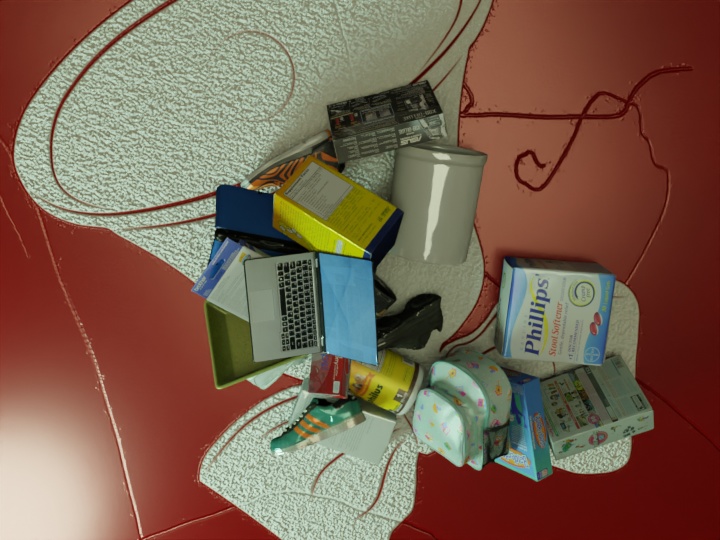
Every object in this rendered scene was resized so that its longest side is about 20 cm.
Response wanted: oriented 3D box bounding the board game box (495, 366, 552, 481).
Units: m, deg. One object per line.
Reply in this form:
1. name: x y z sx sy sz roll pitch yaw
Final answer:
1. board game box: 0.298 0.294 1.582 0.045 0.152 0.201 -17 104 -28

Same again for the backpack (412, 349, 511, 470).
1. backpack: 0.196 0.260 1.539 0.153 0.176 0.201 -8 115 -38

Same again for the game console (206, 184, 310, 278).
1. game console: -0.180 -0.044 1.477 0.199 0.118 0.171 10 112 -21

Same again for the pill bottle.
1. pill bottle: 0.015 0.197 1.576 0.199 0.109 0.110 25 101 -6

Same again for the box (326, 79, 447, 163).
1. box: 0.044 -0.270 1.448 0.199 0.158 0.050 -14 125 1

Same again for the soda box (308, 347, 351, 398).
1. soda box: -0.050 0.133 1.493 0.063 0.070 0.201 3 78 13

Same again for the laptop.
1. laptop: -0.085 0.072 1.370 0.199 0.116 0.188 -7 105 -15

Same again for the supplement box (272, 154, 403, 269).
1. supplement box: -0.042 -0.088 1.401 0.200 0.110 0.109 33 61 11

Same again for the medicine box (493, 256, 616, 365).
1. medicine box: 0.371 0.077 1.561 0.199 0.103 0.183 4 102 -3

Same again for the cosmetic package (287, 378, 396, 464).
1. cosmetic package: -0.038 0.302 1.617 0.199 0.071 0.102 21 102 -5

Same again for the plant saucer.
1. plant saucer: -0.190 0.114 1.536 0.199 0.200 0.048 -22 146 10

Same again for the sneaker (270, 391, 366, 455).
1. sneaker: -0.091 0.289 1.548 0.199 0.071 0.080 -24 85 9

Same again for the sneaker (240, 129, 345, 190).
1. sneaker: -0.119 -0.171 1.509 0.199 0.078 0.112 -28 100 5

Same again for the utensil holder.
1. utensil holder: 0.134 -0.126 1.479 0.169 0.170 0.201 7 103 -3

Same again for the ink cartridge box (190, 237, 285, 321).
1. ink cartridge box: -0.186 0.028 1.420 0.200 0.042 0.120 30 102 -30

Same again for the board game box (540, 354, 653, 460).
1. board game box: 0.448 0.267 1.578 0.199 0.148 0.064 -18 131 3

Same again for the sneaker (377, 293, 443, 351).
1. sneaker: 0.086 0.122 1.551 0.199 0.076 0.091 -27 113 -23

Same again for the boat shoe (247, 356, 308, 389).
1. boat shoe: -0.142 0.157 1.593 0.201 0.070 0.072 -41 117 7

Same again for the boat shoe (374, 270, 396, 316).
1. boat shoe: 0.000 0.000 1.549 0.062 0.075 0.200 -31 108 19
